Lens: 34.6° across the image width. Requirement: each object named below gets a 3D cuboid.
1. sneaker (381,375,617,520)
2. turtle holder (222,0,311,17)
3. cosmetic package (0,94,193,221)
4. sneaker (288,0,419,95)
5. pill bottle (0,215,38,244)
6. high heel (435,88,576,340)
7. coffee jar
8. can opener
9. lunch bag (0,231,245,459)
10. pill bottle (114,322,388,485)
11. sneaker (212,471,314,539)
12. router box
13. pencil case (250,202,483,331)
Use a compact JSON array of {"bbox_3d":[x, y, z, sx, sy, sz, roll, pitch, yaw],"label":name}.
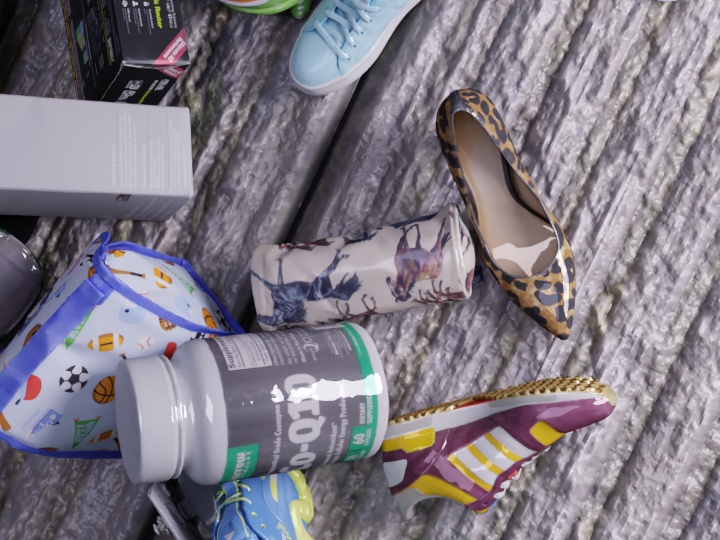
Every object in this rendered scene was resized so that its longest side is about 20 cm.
[{"bbox_3d":[0.114,0.143,0.924,0.198,0.075,0.091,-15,88,22],"label":"sneaker"},{"bbox_3d":[-0.079,-0.319,0.991,0.186,0.132,0.141,-47,73,8],"label":"turtle holder"},{"bbox_3d":[-0.252,-0.094,0.990,0.198,0.107,0.091,-2,82,-22],"label":"cosmetic package"},{"bbox_3d":[0.003,-0.239,0.990,0.074,0.082,0.200,45,98,18],"label":"sneaker"},{"bbox_3d":[-0.412,-0.076,1.087,0.198,0.112,0.113,10,87,18],"label":"pill bottle"},{"bbox_3d":[0.113,-0.041,0.901,0.071,0.142,0.202,-24,77,13],"label":"high heel"},{"bbox_3d":[-0.366,0.041,1.024,0.085,0.105,0.199,43,139,-18],"label":"coffee jar"},{"bbox_3d":[-0.116,0.255,0.987,0.066,0.053,0.201,-36,75,10],"label":"can opener"},{"bbox_3d":[-0.217,0.064,0.963,0.170,0.200,0.124,-47,73,8],"label":"lunch bag"},{"bbox_3d":[-0.087,0.107,0.914,0.198,0.113,0.115,-6,80,-23],"label":"pill bottle"},{"bbox_3d":[-0.087,0.185,0.958,0.075,0.105,0.202,-27,77,12],"label":"sneaker"},{"bbox_3d":[-0.217,-0.243,1.026,0.150,0.061,0.203,-28,71,59],"label":"router box"},{"bbox_3d":[0.000,0.000,0.967,0.198,0.090,0.079,-11,107,16],"label":"pencil case"}]
